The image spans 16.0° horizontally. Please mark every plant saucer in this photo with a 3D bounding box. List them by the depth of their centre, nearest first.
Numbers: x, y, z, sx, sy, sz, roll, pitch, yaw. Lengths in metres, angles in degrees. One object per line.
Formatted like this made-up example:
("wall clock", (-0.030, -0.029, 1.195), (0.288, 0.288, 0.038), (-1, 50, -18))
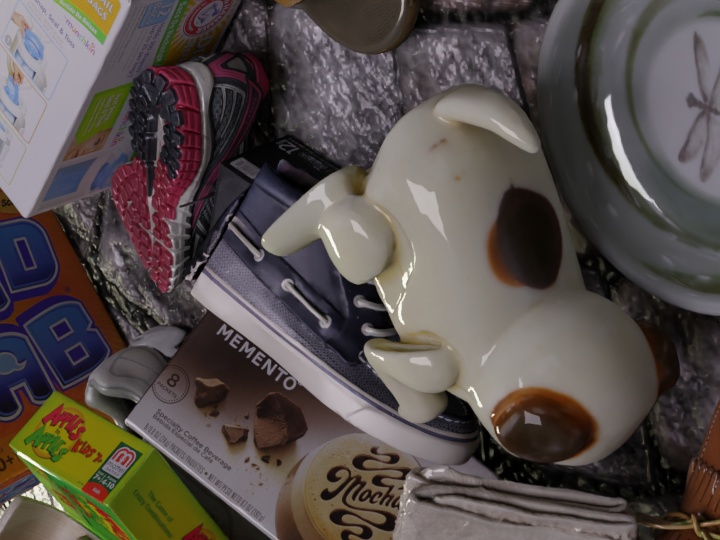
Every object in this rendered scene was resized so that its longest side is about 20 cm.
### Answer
("plant saucer", (0.181, -0.078, 1.309), (0.199, 0.050, 0.201), (22, 123, 38))

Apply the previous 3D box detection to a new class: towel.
("towel", (0.075, 0.181, 1.409), (0.132, 0.035, 0.201), (11, 137, -2))

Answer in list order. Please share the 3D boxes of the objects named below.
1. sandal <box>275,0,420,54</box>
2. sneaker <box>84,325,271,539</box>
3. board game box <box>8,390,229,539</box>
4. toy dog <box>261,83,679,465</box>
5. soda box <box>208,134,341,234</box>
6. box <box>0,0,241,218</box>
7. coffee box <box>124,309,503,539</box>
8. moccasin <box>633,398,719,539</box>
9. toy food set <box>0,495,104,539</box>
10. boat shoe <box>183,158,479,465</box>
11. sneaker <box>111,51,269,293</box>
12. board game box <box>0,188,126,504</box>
("sandal", (-0.045, -0.192, 1.484), (0.200, 0.054, 0.081), (45, 134, 22))
("sneaker", (-0.111, 0.137, 1.687), (0.201, 0.081, 0.075), (57, 136, 8))
("board game box", (-0.130, 0.167, 1.612), (0.101, 0.048, 0.200), (24, 157, 41))
("toy dog", (0.080, 0.010, 1.345), (0.201, 0.139, 0.194), (56, 135, 8))
("soda box", (0.000, 0.000, 1.521), (0.200, 0.063, 0.071), (34, 130, 31))
("box", (-0.164, -0.145, 1.584), (0.101, 0.112, 0.200), (50, 136, 18))
("coffee box", (-0.026, 0.108, 1.517), (0.200, 0.113, 0.080), (38, 177, 9))
("moccasin", (0.192, 0.149, 1.382), (0.074, 0.077, 0.202), (38, 132, 30))
("toy food set", (-0.171, 0.250, 1.559), (0.200, 0.060, 0.144), (33, 97, 22))
("boat shoe", (-0.002, 0.020, 1.436), (0.200, 0.075, 0.093), (35, 110, 12))
("sneaker", (-0.104, -0.058, 1.600), (0.081, 0.074, 0.200), (58, 152, 23))
("board game box", (-0.306, 0.074, 1.764), (0.200, 0.199, 0.201), (-33, 85, 48))
